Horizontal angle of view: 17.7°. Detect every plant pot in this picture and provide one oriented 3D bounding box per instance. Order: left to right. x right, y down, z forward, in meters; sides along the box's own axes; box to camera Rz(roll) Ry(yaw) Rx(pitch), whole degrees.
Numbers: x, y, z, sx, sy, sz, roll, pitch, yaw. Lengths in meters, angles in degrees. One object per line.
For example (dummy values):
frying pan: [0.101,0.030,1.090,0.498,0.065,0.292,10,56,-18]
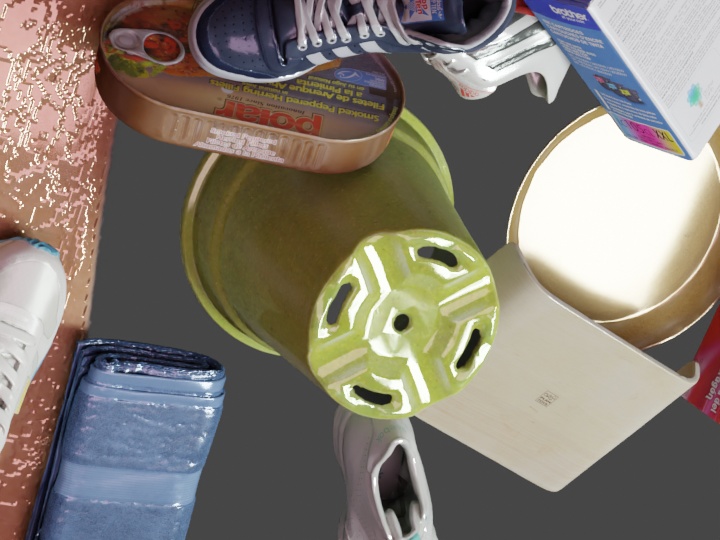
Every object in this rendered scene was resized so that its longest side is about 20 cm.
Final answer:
plant pot: [0.000,0.000,1.518,0.199,0.184,0.202,-8,114,-18]
plant pot: [0.192,-0.036,1.667,0.198,0.027,0.202,-8,114,-17]

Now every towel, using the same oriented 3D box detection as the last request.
towel: [-0.165,0.147,1.598,0.111,0.049,0.202,9,108,-24]

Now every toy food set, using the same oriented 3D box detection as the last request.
toy food set: [0.130,0.070,1.659,0.199,0.061,0.143,30,123,-33]

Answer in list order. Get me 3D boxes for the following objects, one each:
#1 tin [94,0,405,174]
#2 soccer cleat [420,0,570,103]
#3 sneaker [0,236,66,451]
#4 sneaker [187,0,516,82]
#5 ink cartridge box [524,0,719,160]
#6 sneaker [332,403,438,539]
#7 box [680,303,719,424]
tin: [-0.071,-0.118,1.469,0.198,0.112,0.042,12,130,-10]
soccer cleat: [0.061,-0.158,1.538,0.199,0.069,0.086,5,109,-31]
sneaker: [-0.247,0.074,1.516,0.076,0.081,0.201,23,101,-26]
sneaker: [-0.001,-0.157,1.410,0.198,0.108,0.071,-9,95,-16]
ink cartridge box: [0.191,-0.191,1.531,0.137,0.076,0.200,-55,134,-13]
sneaker: [0.025,0.188,1.665,0.075,0.089,0.201,-20,118,-13]
box: [0.333,0.031,1.698,0.099,0.095,0.201,10,109,-44]
